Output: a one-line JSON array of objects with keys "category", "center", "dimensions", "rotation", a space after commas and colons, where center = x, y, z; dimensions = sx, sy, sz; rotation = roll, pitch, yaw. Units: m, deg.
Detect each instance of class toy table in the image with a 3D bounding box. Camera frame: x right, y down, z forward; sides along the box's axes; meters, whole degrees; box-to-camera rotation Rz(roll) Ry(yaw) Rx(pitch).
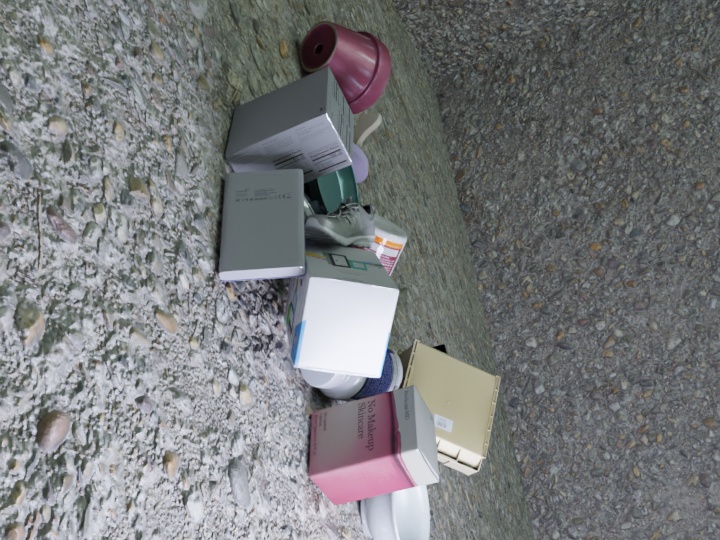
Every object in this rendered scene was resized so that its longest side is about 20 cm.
[{"category": "toy table", "center": [-0.043, -0.294, 1.725], "dimensions": [0.201, 0.179, 0.120], "rotation": [64, 31, -66]}]

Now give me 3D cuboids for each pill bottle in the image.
[{"category": "pill bottle", "center": [0.000, 0.000, 1.454], "dimensions": [0.112, 0.204, 0.114], "rotation": [23, 15, -7]}, {"category": "pill bottle", "center": [-0.018, 0.178, 1.392], "dimensions": [0.199, 0.118, 0.123], "rotation": [24, 50, -55]}]

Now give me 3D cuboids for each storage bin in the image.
[{"category": "storage bin", "center": [0.153, 0.268, 1.483], "dimensions": [0.196, 0.094, 0.202], "rotation": [24, 60, -10]}]

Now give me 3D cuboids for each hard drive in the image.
[{"category": "hard drive", "center": [-0.153, -0.075, 1.205], "dimensions": [0.026, 0.128, 0.204], "rotation": [87, -1, -53]}]

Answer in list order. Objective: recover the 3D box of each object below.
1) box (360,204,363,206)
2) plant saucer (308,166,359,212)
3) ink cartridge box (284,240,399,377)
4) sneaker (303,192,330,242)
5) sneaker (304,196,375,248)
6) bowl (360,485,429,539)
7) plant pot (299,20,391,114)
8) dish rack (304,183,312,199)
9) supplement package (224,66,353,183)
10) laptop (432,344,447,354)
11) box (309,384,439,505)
[{"category": "box", "center": [-0.010, -0.058, 1.797], "dimensions": [0.160, 0.043, 0.205], "rotation": [3, 71, -73]}, {"category": "plant saucer", "center": [-0.057, -0.168, 1.476], "dimensions": [0.199, 0.035, 0.206], "rotation": [-12, 91, -69]}, {"category": "ink cartridge box", "center": [-0.038, 0.057, 1.241], "dimensions": [0.200, 0.142, 0.150], "rotation": [-120, -140, -70]}, {"category": "sneaker", "center": [-0.083, -0.079, 1.344], "dimensions": [0.080, 0.077, 0.203], "rotation": [-54, 139, -33]}, {"category": "sneaker", "center": [-0.035, -0.085, 1.289], "dimensions": [0.199, 0.073, 0.084], "rotation": [1, 98, -65]}, {"category": "bowl", "center": [0.058, 0.445, 1.425], "dimensions": [0.200, 0.088, 0.207], "rotation": [-11, 90, -70]}, {"category": "plant pot", "center": [-0.049, -0.518, 1.899], "dimensions": [0.177, 0.197, 0.205], "rotation": [21, 52, -50]}, {"category": "dish rack", "center": [-0.124, -0.094, 1.406], "dimensions": [0.155, 0.053, 0.202], "rotation": [63, 29, -30]}, {"category": "supplement package", "center": [-0.121, -0.239, 1.344], "dimensions": [0.158, 0.196, 0.112], "rotation": [-91, 156, -47]}, {"category": "laptop", "center": [0.119, 0.293, 1.629], "dimensions": [0.116, 0.183, 0.205], "rotation": [-79, 154, -75]}, {"category": "box", "center": [0.022, 0.295, 1.286], "dimensions": [0.130, 0.196, 0.110], "rotation": [-91, 157, -45]}]
